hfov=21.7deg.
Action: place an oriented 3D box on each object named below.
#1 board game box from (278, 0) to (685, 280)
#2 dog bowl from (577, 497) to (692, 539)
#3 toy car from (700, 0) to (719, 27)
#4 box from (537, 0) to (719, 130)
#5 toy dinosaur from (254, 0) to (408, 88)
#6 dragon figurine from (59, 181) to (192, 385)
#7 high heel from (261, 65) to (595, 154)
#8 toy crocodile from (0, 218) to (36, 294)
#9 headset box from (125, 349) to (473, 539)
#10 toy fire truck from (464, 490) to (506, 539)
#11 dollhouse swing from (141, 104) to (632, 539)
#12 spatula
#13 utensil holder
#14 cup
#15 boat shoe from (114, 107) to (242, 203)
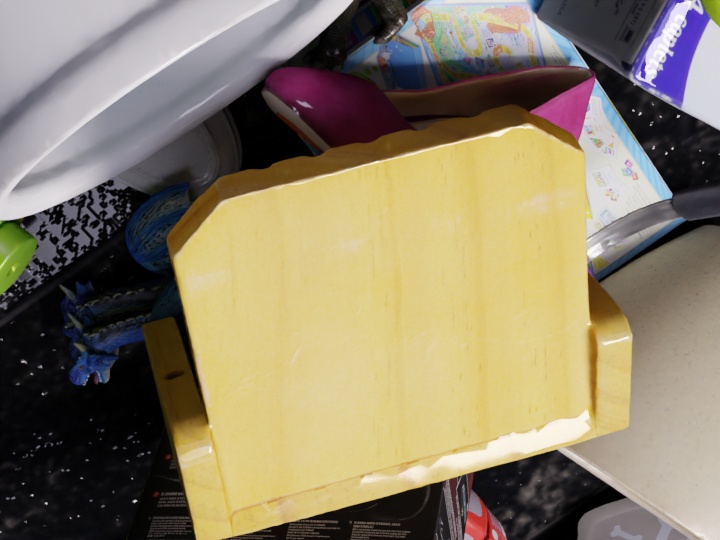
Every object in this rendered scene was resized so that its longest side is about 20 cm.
[{"bbox_3d":[0.062,-0.060,0.946,0.134,0.034,0.200,-35,125,7],"label":"board game box"},{"bbox_3d":[0.183,0.225,1.140,0.199,0.059,0.201,-6,128,-7],"label":"dog bowl"},{"bbox_3d":[0.214,-0.167,0.718,0.175,0.150,0.200,34,96,-28],"label":"toy car"},{"bbox_3d":[0.219,-0.145,0.875,0.200,0.105,0.184,22,103,-28],"label":"box"},{"bbox_3d":[-0.023,-0.142,0.823,0.199,0.077,0.103,1,126,-2],"label":"toy dinosaur"},{"bbox_3d":[-0.074,-0.005,0.900,0.099,0.059,0.200,1,148,-37],"label":"dragon figurine"},{"bbox_3d":[0.034,-0.079,0.836,0.096,0.067,0.200,-55,151,8],"label":"high heel"},{"bbox_3d":[-0.202,0.009,0.898,0.067,0.062,0.200,31,107,7],"label":"toy crocodile"},{"bbox_3d":[-0.024,0.110,0.927,0.148,0.200,0.077,0,127,10],"label":"headset box"},{"bbox_3d":[-0.031,0.166,1.057,0.200,0.049,0.141,-36,125,8],"label":"toy fire truck"},{"bbox_3d":[0.000,0.000,0.829,0.199,0.182,0.176,-15,115,-7],"label":"dollhouse swing"},{"bbox_3d":[0.137,-0.023,0.893,0.200,0.021,0.057,-18,125,36],"label":"spatula"},{"bbox_3d":[-0.122,-0.146,0.709,0.170,0.170,0.200,-35,88,7],"label":"utensil holder"},{"bbox_3d":[0.183,0.062,0.984,0.200,0.200,0.143,34,88,-32],"label":"cup"},{"bbox_3d":[-0.122,-0.086,0.850,0.071,0.070,0.200,-36,128,9],"label":"boat shoe"}]
